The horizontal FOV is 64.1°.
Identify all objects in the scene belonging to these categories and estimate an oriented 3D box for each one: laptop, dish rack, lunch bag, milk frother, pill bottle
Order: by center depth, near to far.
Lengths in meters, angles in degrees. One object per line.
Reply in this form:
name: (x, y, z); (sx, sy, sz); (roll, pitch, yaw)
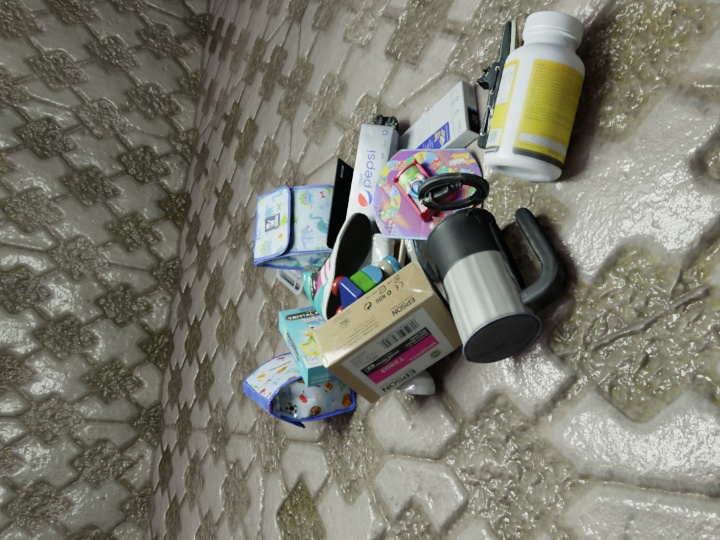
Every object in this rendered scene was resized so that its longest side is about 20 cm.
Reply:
milk frother: (0.156, -0.009, 0.787); (0.181, 0.195, 0.193); (-48, 42, 35)
pill bottle: (0.243, -0.235, 0.790); (0.111, 0.109, 0.208); (20, 98, 59)
lunch bag: (-0.130, 0.243, 1.191); (0.168, 0.194, 0.129); (7, 102, 59)
laptop: (-0.045, -0.110, 1.222); (0.199, 0.100, 0.184); (159, 121, -68)
lunch bag: (-0.149, -0.097, 1.326); (0.128, 0.192, 0.176); (81, -173, -67)
dish rack: (-0.154, -0.039, 1.489); (0.199, 0.042, 0.178); (29, 106, 59)

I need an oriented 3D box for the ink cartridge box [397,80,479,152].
ink cartridge box: (0.137, -0.243, 1.052); (0.198, 0.038, 0.103); (-31, 55, 51)

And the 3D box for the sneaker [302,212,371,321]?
sneaker: (-0.048, -0.012, 1.076); (0.119, 0.082, 0.207); (17, 89, 54)

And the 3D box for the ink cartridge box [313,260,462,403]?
ink cartridge box: (0.050, 0.102, 0.894); (0.197, 0.165, 0.076); (-35, 48, 9)

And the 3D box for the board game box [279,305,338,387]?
board game box: (-0.070, 0.142, 1.171); (0.200, 0.146, 0.049); (-130, 37, -53)

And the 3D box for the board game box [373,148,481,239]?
board game box: (0.106, -0.136, 0.960); (0.193, 0.039, 0.164); (4, 77, 23)

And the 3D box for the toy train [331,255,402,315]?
toy train: (0.022, 0.073, 0.997); (0.084, 0.114, 0.204); (39, 151, 33)

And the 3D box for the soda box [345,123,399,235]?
soda box: (0.023, -0.170, 1.103); (0.066, 0.063, 0.208); (9, 91, 17)

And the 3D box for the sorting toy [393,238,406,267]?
sorting toy: (0.049, -0.051, 1.152); (0.198, 0.035, 0.193); (8, 88, 65)

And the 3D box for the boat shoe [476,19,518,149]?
boat shoe: (0.211, -0.283, 0.889); (0.064, 0.074, 0.208); (3, 90, 23)

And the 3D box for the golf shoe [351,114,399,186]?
golf shoe: (0.036, -0.211, 1.185); (0.094, 0.075, 0.207); (31, -102, -84)

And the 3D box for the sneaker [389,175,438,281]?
sneaker: (0.111, -0.083, 1.007); (0.084, 0.077, 0.207); (-17, 79, 12)

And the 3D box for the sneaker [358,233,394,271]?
sneaker: (0.000, 0.000, 1.117); (0.199, 0.068, 0.083); (-35, 53, 55)

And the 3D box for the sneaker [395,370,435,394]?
sneaker: (0.071, 0.137, 1.010); (0.198, 0.071, 0.120); (18, 99, 61)
